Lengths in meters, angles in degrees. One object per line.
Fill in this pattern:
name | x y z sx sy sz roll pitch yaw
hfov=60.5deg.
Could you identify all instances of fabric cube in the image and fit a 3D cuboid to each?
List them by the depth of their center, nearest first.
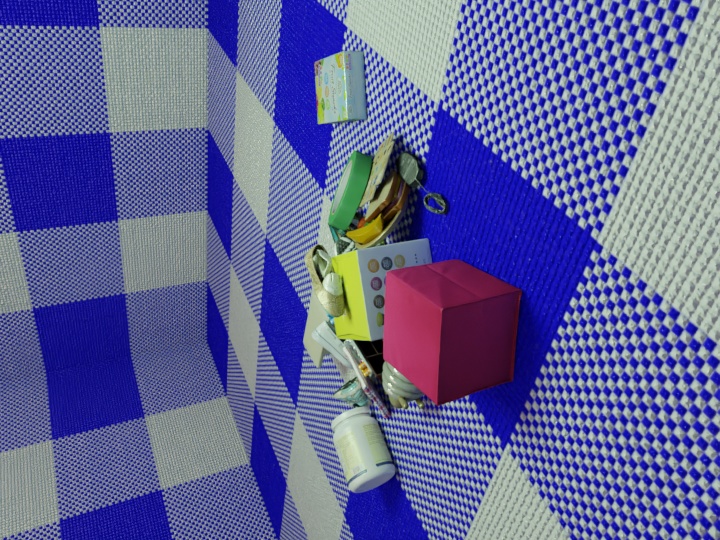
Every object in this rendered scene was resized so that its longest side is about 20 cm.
fabric cube | 0.176 0.110 1.219 0.198 0.195 0.202 31 125 56

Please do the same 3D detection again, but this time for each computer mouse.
computer mouse | 0.142 -0.196 1.391 0.059 0.033 0.202 -56 51 33

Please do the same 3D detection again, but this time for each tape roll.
tape roll | -0.029 -0.208 1.613 0.200 0.047 0.206 -161 89 -79

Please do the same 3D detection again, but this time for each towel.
towel | 0.014 0.314 1.716 0.147 0.030 0.201 56 178 42

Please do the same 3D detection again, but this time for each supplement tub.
supplement tub | 0.004 0.515 1.779 0.203 0.141 0.146 66 151 28

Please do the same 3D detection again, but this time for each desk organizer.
desk organizer | 0.039 0.210 1.654 0.201 0.071 0.077 55 180 43

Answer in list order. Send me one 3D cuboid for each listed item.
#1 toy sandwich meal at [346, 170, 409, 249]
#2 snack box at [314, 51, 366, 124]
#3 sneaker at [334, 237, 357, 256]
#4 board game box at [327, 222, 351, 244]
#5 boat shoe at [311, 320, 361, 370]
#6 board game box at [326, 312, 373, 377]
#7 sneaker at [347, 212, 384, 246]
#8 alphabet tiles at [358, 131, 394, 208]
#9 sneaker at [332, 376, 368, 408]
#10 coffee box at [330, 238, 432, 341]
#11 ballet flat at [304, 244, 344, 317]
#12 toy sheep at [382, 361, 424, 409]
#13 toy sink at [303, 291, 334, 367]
toy sandwich meal | 0.040 -0.142 1.471 0.205 0.070 0.207 -43 23 22
snack box | -0.057 -0.489 1.669 0.199 0.066 0.174 16 112 61
sneaker | 0.000 0.000 1.628 0.201 0.075 0.081 51 180 -7
board game box | -0.031 -0.030 1.723 0.135 0.028 0.204 42 153 63
boat shoe | -0.052 0.222 1.809 0.067 0.199 0.074 -47 27 10
board game box | -0.028 0.194 1.692 0.202 0.026 0.200 57 178 4
sneaker | 0.010 -0.082 1.676 0.201 0.072 0.082 -125 19 -46
alphabet tiles | 0.037 -0.240 1.501 0.200 0.006 0.171 162 128 -75
sneaker | -0.028 0.389 1.889 0.087 0.077 0.200 53 162 4
coffee box | 0.048 0.048 1.469 0.199 0.193 0.206 -9 90 64
ballet flat | -0.080 0.016 1.435 0.066 0.069 0.202 -59 46 34
toy sheep | 0.115 0.243 1.479 0.138 0.135 0.204 48 125 49
toy sink | -0.092 0.179 1.914 0.131 0.109 0.204 52 137 46
